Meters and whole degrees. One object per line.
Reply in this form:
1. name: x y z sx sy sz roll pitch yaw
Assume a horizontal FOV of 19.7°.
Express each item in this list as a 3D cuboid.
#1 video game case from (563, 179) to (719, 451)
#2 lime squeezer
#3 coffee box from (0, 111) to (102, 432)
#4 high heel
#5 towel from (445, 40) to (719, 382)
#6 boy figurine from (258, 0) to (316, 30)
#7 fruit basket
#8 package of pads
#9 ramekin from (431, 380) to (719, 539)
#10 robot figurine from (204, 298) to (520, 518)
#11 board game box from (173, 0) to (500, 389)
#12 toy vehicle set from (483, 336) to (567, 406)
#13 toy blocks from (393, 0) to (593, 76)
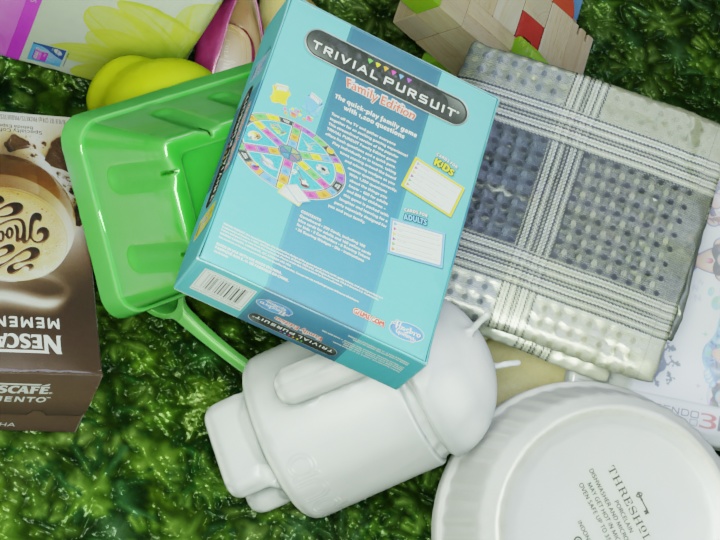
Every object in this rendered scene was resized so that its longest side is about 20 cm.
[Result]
1. video game case: 0.241 0.020 1.421 0.181 0.024 0.201 12 81 -5
2. lime squeezer: -0.136 0.002 1.416 0.071 0.038 0.200 6 48 -58
3. coffee box: -0.235 -0.001 1.338 0.113 0.080 0.201 3 57 -21
4. high heel: -0.084 -0.098 1.458 0.067 0.096 0.201 8 55 -18
5. towel: 0.135 -0.037 1.396 0.199 0.035 0.193 20 79 4
6. boy figurine: -0.017 -0.130 1.530 0.124 0.064 0.200 -33 74 -36
7. fruit basket: -0.108 -0.069 1.369 0.215 0.215 0.156 -20 103 -32
8. package of pads: -0.174 -0.200 1.422 0.154 0.200 0.068 15 64 -13
9. ramekin: 0.151 0.168 1.330 0.201 0.094 0.203 1 82 -8
10. robot figurine: 0.003 0.085 1.327 0.199 0.170 0.113 -25 68 9
11. board game box: -0.011 -0.049 1.255 0.151 0.047 0.201 25 58 -13
12. toy vehicle set: 0.172 0.065 1.433 0.199 0.027 0.125 -28 86 -9
13. toy blocks: 0.110 -0.206 1.575 0.200 0.100 0.137 36 59 -32
